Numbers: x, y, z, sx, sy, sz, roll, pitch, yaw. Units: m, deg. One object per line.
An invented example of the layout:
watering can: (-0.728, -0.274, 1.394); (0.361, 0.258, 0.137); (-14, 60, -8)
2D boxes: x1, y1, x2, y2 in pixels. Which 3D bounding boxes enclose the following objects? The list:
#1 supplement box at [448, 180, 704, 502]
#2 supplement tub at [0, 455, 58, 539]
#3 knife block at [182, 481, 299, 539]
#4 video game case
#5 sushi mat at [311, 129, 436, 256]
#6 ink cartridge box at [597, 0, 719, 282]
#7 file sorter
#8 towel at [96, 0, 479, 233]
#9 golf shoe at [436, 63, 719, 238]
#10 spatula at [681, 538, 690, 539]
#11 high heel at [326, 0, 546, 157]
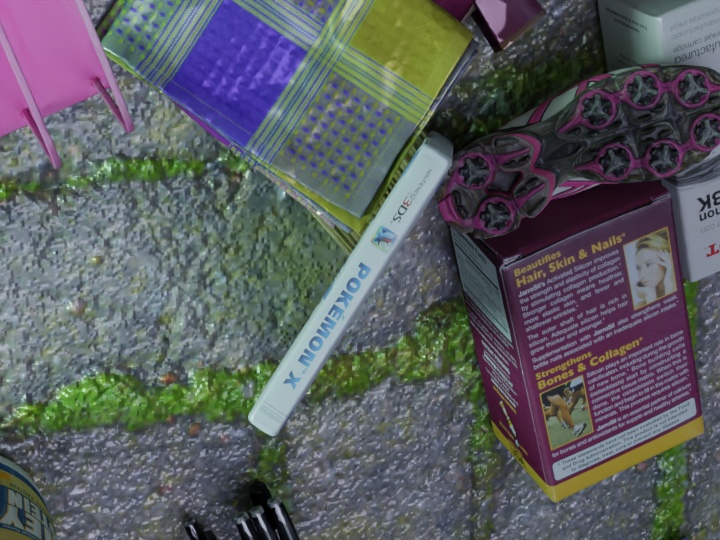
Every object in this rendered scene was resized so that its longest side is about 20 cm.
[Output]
supplement box: (0.149, 0.036, 1.084); (0.130, 0.103, 0.202); (-21, 120, -12)
supplement tub: (-0.242, 0.213, 0.943); (0.143, 0.200, 0.146); (-9, 117, -19)
knife block: (-0.047, 0.243, 1.118); (0.198, 0.064, 0.177); (19, 105, -29)
video game case: (0.000, 0.000, 0.943); (0.022, 0.200, 0.183); (33, 98, 0)
sushi mat: (-0.021, -0.096, 1.004); (0.096, 0.012, 0.200); (-42, 122, -1)
ink cartridge box: (0.255, -0.114, 1.071); (0.146, 0.083, 0.202); (-22, 119, -13)
file sorter: (-0.239, -0.106, 0.843); (0.198, 0.125, 0.140); (-25, 120, -10)
towel: (-0.042, -0.133, 0.923); (0.199, 0.023, 0.144); (36, 97, -3)
golf shoe: (0.142, -0.086, 1.000); (0.198, 0.092, 0.073); (-19, 102, 10)
spatula: (0.310, 0.277, 1.309); (0.199, 0.021, 0.057); (32, 96, -32)
high heel: (0.015, -0.141, 0.974); (0.199, 0.067, 0.096); (-39, 96, -10)
